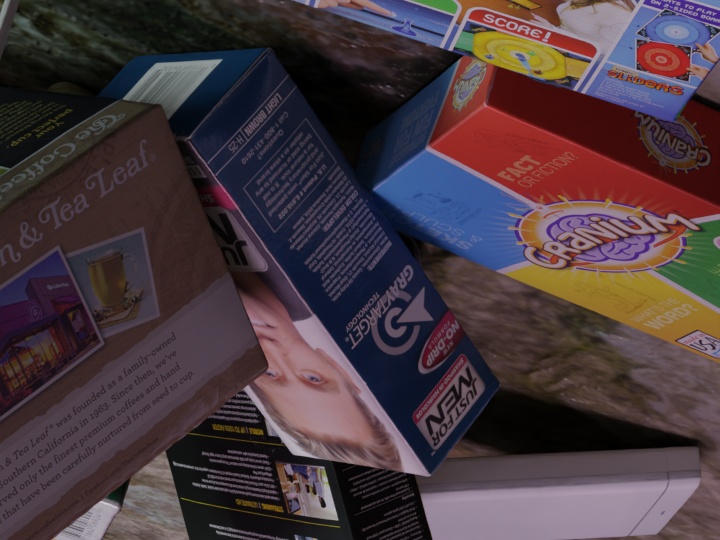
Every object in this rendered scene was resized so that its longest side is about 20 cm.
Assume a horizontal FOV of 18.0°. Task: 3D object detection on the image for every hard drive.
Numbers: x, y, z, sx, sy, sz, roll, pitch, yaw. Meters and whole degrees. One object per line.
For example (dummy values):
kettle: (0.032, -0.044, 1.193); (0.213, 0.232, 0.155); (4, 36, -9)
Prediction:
hard drive: (0.086, 0.134, 1.323); (0.200, 0.027, 0.132); (-2, 161, -6)

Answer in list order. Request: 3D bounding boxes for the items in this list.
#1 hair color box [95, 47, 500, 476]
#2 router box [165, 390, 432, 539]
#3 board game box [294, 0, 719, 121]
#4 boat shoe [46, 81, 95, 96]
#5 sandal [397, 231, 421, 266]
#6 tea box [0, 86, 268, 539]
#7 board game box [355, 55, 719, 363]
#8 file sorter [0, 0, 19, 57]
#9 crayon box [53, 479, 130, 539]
hair color box: (-0.034, -0.002, 0.996); (0.100, 0.061, 0.200); (3, 136, 50)
router box: (-0.041, 0.113, 1.247); (0.051, 0.149, 0.200); (-19, -170, -30)
board game box: (0.038, -0.120, 0.780); (0.200, 0.035, 0.135); (18, 159, -4)
boat shoe: (-0.111, -0.027, 1.120); (0.073, 0.063, 0.201); (-6, 160, 18)
sandal: (-0.001, 0.000, 1.126); (0.076, 0.043, 0.200); (21, 170, 8)
tea box: (-0.186, 0.027, 0.936); (0.197, 0.200, 0.134); (10, 129, 49)
board game box: (0.113, -0.027, 0.958); (0.200, 0.040, 0.153); (22, 159, -15)
file sorter: (-0.248, -0.102, 0.897); (0.200, 0.139, 0.125); (0, 156, 37)
crayon box: (-0.221, 0.089, 1.170); (0.200, 0.052, 0.126); (19, 152, -8)
